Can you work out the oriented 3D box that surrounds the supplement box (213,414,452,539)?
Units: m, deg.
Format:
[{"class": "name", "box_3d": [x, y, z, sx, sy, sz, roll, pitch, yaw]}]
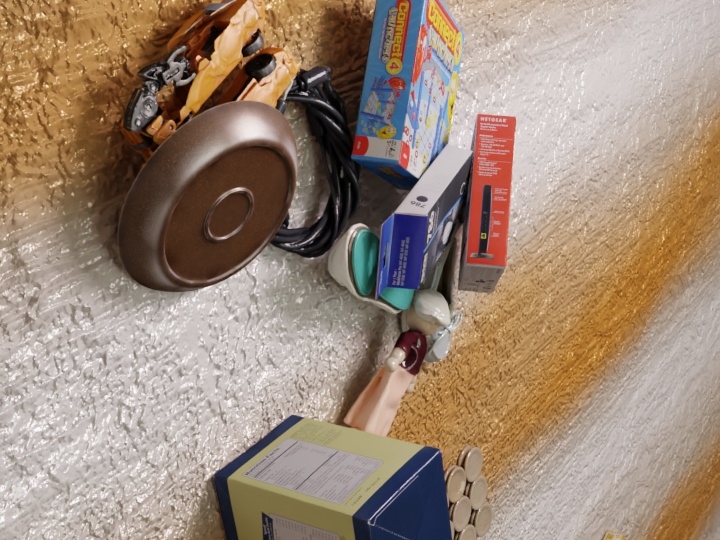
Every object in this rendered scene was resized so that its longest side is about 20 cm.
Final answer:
[{"class": "supplement box", "box_3d": [-0.022, 0.282, 1.074, 0.134, 0.198, 0.202, -32, 121, -47]}]

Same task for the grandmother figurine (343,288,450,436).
[{"class": "grandmother figurine", "box_3d": [0.046, 0.114, 1.226, 0.202, 0.060, 0.121, -62, 171, -9]}]

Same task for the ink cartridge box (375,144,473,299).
[{"class": "ink cartridge box", "box_3d": [0.074, -0.053, 1.160, 0.200, 0.039, 0.100, -51, 153, -48]}]

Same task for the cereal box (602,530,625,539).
[{"class": "cereal box", "box_3d": [0.452, 0.609, 1.939, 0.200, 0.039, 0.145, -51, 134, -36]}]

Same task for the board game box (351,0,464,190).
[{"class": "board game box", "box_3d": [0.059, -0.201, 1.177, 0.200, 0.055, 0.199, 15, 84, -72]}]

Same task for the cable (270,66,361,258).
[{"class": "cable", "box_3d": [-0.063, -0.105, 1.077, 0.163, 0.050, 0.203, -28, 119, -49]}]

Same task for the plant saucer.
[{"class": "plant saucer", "box_3d": [-0.126, -0.057, 0.936, 0.199, 0.032, 0.201, -36, 149, -26]}]

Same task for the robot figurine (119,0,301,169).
[{"class": "robot figurine", "box_3d": [-0.138, -0.156, 0.944, 0.201, 0.058, 0.146, -54, 136, -25]}]

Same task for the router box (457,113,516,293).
[{"class": "router box", "box_3d": [0.155, -0.076, 1.292, 0.200, 0.048, 0.182, 72, 23, -80]}]

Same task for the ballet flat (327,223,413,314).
[{"class": "ballet flat", "box_3d": [0.000, 0.000, 1.157, 0.200, 0.069, 0.070, 42, 62, -62]}]

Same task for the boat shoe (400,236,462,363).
[{"class": "boat shoe", "box_3d": [0.093, 0.036, 1.300, 0.074, 0.064, 0.204, -41, 136, -43]}]

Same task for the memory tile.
[{"class": "memory tile", "box_3d": [0.124, 0.354, 1.452, 0.200, 0.017, 0.155, -40, 127, -43]}]
